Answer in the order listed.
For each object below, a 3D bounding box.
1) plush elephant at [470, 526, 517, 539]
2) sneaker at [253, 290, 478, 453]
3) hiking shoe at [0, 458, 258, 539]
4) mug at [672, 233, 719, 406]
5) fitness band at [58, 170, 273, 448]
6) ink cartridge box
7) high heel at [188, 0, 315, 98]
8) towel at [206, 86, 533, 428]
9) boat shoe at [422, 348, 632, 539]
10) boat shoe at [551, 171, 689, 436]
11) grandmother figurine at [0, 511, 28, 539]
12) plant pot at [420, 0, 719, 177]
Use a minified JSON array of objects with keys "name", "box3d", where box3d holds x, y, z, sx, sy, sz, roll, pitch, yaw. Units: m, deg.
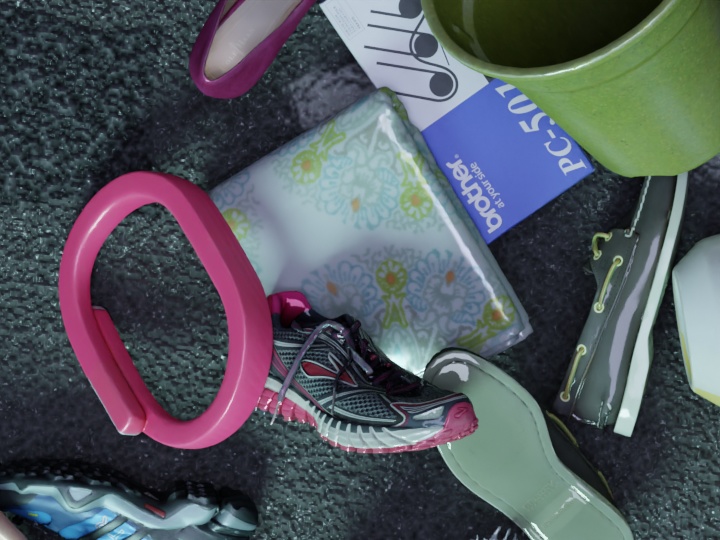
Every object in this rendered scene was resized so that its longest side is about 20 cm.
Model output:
[{"name":"plush elephant","box3d":[0.027,0.269,1.662,0.154,0.165,0.202,3,100,13]},{"name":"sneaker","box3d":[-0.006,0.069,1.591,0.199,0.080,0.075,17,107,44]},{"name":"hiking shoe","box3d":[-0.172,0.183,1.699,0.198,0.074,0.087,11,95,1]},{"name":"mug","box3d":[0.291,0.046,1.635,0.152,0.149,0.188,-8,94,3]},{"name":"fitness band","box3d":[-0.131,0.027,1.658,0.144,0.037,0.201,-47,58,24]},{"name":"ink cartridge box","box3d":[0.066,-0.126,1.679,0.094,0.044,0.201,-34,94,6]},{"name":"high heel","box3d":[-0.052,-0.205,1.649,0.067,0.096,0.201,36,95,-1]},{"name":"towel","box3d":[0.000,0.000,1.675,0.171,0.048,0.201,-30,97,18]},{"name":"boat shoe","box3d":[0.106,0.125,1.659,0.072,0.061,0.201,-37,110,9]},{"name":"boat shoe","box3d":[0.179,0.008,1.673,0.060,0.072,0.203,13,90,8]},{"name":"grandmother figurine","box3d":[-0.219,0.228,1.694,0.200,0.121,0.061,46,64,-19]},{"name":"plant pot","box3d":[0.167,-0.160,1.586,0.199,0.184,0.202,-16,54,23]}]
